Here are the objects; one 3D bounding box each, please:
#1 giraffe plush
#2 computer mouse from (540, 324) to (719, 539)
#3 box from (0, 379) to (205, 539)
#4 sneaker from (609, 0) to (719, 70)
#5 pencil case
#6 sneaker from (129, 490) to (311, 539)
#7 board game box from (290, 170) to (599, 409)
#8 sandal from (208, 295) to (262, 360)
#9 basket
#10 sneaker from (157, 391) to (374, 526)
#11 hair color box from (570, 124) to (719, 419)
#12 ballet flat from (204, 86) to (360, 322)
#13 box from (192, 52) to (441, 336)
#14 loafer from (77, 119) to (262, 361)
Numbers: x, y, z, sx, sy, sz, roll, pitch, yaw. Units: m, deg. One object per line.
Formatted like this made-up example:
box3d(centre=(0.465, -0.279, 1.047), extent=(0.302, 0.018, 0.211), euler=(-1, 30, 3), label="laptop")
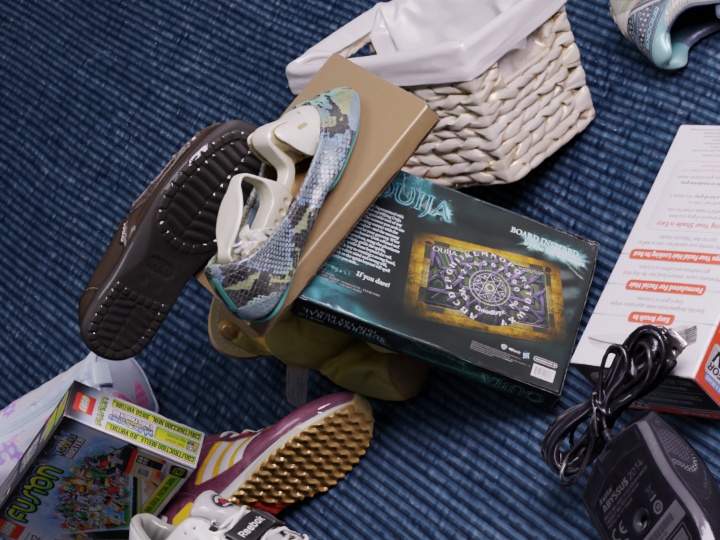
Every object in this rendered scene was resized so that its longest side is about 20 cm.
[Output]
box3d(centre=(0.000, 0.000, 1.821), extent=(0.162, 0.173, 0.200), euler=(-59, 1, -31), label="giraffe plush")
box3d(centre=(0.196, 0.145, 1.518), extent=(0.139, 0.053, 0.200), euler=(-53, 41, 34), label="computer mouse")
box3d(centre=(-0.208, 0.164, 1.825), extent=(0.200, 0.110, 0.035), euler=(-51, 20, 49), label="box")
box3d(centre=(0.286, -0.226, 1.784), extent=(0.200, 0.078, 0.086), euler=(-42, 48, 21), label="sneaker")
box3d(centre=(-0.267, 0.138, 1.995), extent=(0.200, 0.091, 0.083), euler=(-29, 40, 24), label="pencil case")
box3d(centre=(-0.088, 0.204, 1.720), extent=(0.200, 0.089, 0.074), euler=(-7, 9, 25), label="sneaker")
box3d(centre=(0.064, 0.005, 1.700), extent=(0.028, 0.200, 0.135), euler=(115, 175, -58), label="board game box")
box3d(centre=(-0.074, 0.004, 1.956), extent=(0.070, 0.078, 0.212), euler=(-53, 11, 56), label="sandal")
box3d(centre=(0.066, -0.140, 1.842), extent=(0.200, 0.123, 0.136), euler=(-3, 27, 46), label="basket")
box3d(centre=(-0.080, 0.144, 1.808), extent=(0.200, 0.075, 0.090), euler=(-39, 43, 11), label="sneaker")
box3d(centre=(0.238, -0.001, 1.622), extent=(0.111, 0.064, 0.200), euler=(6, 61, 47), label="hair color box")
box3d(centre=(-0.056, -0.061, 1.642), extent=(0.074, 0.074, 0.200), euler=(-10, 49, 41), label="ballet flat")
box3d(centre=(-0.045, -0.059, 1.711), extent=(0.200, 0.021, 0.163), euler=(-51, 32, -2), label="box")
box3d(centre=(-0.145, -0.031, 1.712), extent=(0.200, 0.073, 0.071), euler=(-51, 34, -2), label="loafer")
